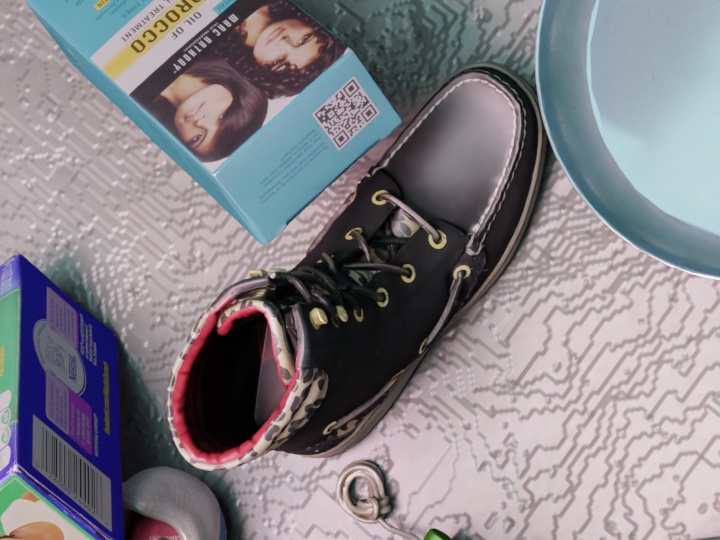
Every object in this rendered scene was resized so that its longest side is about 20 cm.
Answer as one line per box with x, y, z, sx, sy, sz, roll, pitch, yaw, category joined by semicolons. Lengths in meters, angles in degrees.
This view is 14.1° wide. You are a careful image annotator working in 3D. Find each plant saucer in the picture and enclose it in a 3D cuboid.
0.174;-0.095;1.266;0.200;0.027;0.201;0;89;23;plant saucer

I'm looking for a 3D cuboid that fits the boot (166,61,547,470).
0.001;0.002;1.264;0.073;0.154;0.204;36;103;14;boot

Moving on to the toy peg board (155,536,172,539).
-0.009;0.230;1.175;0.098;0.199;0.200;-47;50;13;toy peg board

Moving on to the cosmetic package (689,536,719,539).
0.164;0.211;1.220;0.071;0.101;0.201;-8;84;23;cosmetic package

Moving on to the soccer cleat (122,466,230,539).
-0.096;0.191;1.338;0.070;0.086;0.201;-6;86;22;soccer cleat

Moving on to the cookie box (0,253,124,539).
-0.206;0.113;1.342;0.200;0.171;0.075;-37;119;17;cookie box

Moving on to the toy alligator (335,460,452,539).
0.056;0.149;1.292;0.200;0.054;0.059;36;102;20;toy alligator

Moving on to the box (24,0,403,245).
-0.070;-0.095;1.295;0.082;0.049;0.200;-42;41;-6;box
